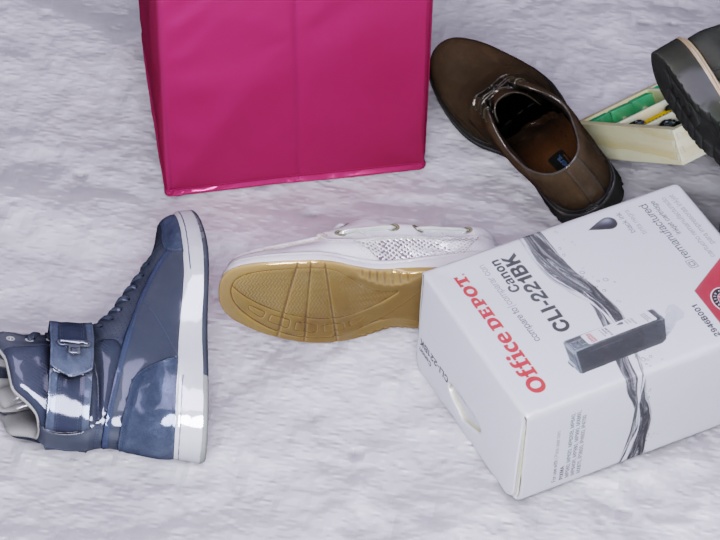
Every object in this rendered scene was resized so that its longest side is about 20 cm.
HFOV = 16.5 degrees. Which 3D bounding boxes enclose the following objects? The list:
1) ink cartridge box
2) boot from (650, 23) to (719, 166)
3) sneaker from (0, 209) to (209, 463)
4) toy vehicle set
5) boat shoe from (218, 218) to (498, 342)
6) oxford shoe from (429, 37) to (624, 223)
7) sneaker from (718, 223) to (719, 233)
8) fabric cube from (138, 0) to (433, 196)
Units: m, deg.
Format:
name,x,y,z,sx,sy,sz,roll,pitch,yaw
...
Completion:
name,x,y,z,sx,sy,sz,roll,pitch,yaw
ink cartridge box,0.154,0.044,1.607,0.199,0.084,0.145,-19,48,-19
boot,0.301,-0.101,1.638,0.138,0.078,0.201,-29,69,-7
sneaker,-0.170,0.036,1.618,0.145,0.077,0.203,1,45,-3
toy vehicle set,0.266,-0.128,1.782,0.199,0.027,0.124,-26,17,-25
boat shoe,0.000,0.000,1.666,0.198,0.071,0.070,0,42,-13
oxford shoe,0.109,-0.117,1.763,0.073,0.084,0.200,-44,51,-3
sneaker,0.328,-0.043,1.705,0.120,0.084,0.200,14,44,27
fabric cube,-0.059,-0.198,1.774,0.198,0.200,0.197,-7,43,-7
